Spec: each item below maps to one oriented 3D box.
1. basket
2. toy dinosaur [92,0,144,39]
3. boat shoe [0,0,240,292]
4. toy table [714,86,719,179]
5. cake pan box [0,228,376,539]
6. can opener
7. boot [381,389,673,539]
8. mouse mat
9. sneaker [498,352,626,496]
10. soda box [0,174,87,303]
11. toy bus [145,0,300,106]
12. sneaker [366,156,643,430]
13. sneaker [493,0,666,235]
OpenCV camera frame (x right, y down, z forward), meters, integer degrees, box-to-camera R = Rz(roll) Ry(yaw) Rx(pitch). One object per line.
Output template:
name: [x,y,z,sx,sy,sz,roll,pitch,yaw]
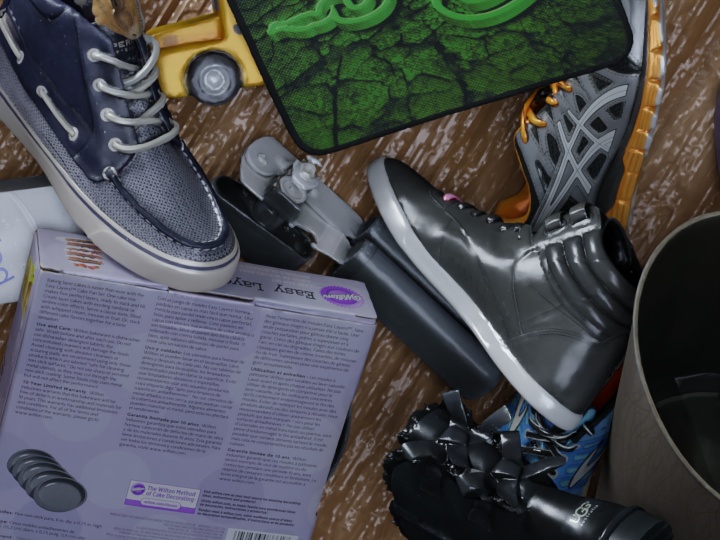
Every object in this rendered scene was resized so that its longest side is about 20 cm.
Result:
basket: [0.195,0.093,1.363,0.136,0.200,0.181,-12,65,-12]
toy dinosaur: [-0.147,-0.205,1.374,0.106,0.200,0.060,-5,134,-35]
boat shoe: [-0.129,-0.083,1.366,0.200,0.075,0.093,44,134,19]
toy table: [0.282,-0.044,1.456,0.184,0.117,0.200,-34,102,-1]
cake pan box: [-0.102,0.079,1.418,0.200,0.052,0.185,8,120,-14]
can opener: [0.000,0.000,1.466,0.200,0.053,0.066,39,126,-9]
boot: [0.092,0.167,1.387,0.073,0.162,0.199,-40,139,-32]
mouse mat: [0.027,-0.152,1.349,0.200,0.008,0.161,-17,116,18]
sneaker: [0.105,0.089,1.455,0.078,0.090,0.200,33,88,16]
soda box: [-0.250,-0.010,1.416,0.200,0.068,0.064,-7,99,-7]
toy bus: [-0.021,-0.143,1.428,0.200,0.065,0.078,-10,99,-6]
sneaker: [0.088,-0.014,1.417,0.099,0.071,0.200,-45,60,11]
sneaker: [0.125,-0.085,1.430,0.077,0.078,0.200,12,118,2]
